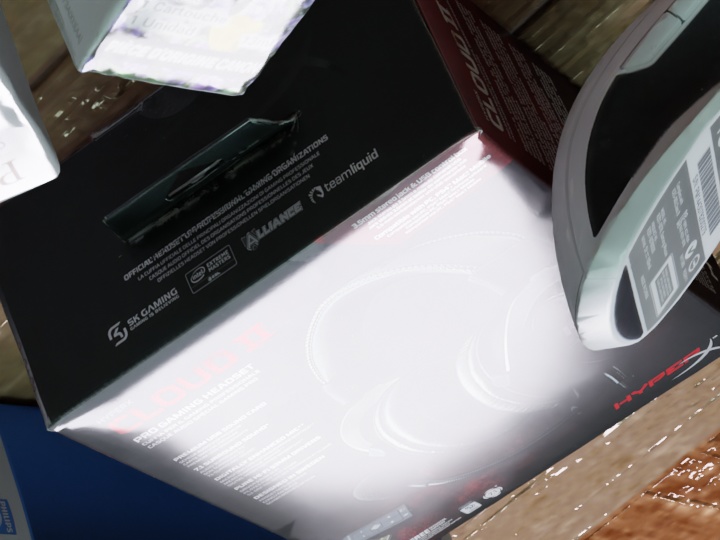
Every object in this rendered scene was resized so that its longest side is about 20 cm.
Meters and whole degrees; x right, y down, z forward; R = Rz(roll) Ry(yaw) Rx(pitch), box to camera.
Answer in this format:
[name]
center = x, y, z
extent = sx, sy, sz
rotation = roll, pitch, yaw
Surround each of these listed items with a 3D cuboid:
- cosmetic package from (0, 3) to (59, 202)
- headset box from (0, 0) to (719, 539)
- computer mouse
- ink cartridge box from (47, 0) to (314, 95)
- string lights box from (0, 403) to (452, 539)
[cosmetic package]
center = -0.147, -0.075, 0.649
extent = 0.101, 0.074, 0.200
rotation = -24, 147, 2
[headset box]
center = 0.000, 0.000, 0.851
extent = 0.148, 0.078, 0.200
rotation = -34, 148, 16
[computer mouse]
center = 0.101, -0.070, 0.784
extent = 0.200, 0.044, 0.110
rotation = -53, 158, -15
[ink cartridge box]
center = -0.009, -0.143, 0.604
extent = 0.050, 0.109, 0.200
rotation = 7, 137, -39
[string lights box]
center = -0.076, 0.100, 0.964
extent = 0.199, 0.059, 0.103
rotation = 7, 137, -40
